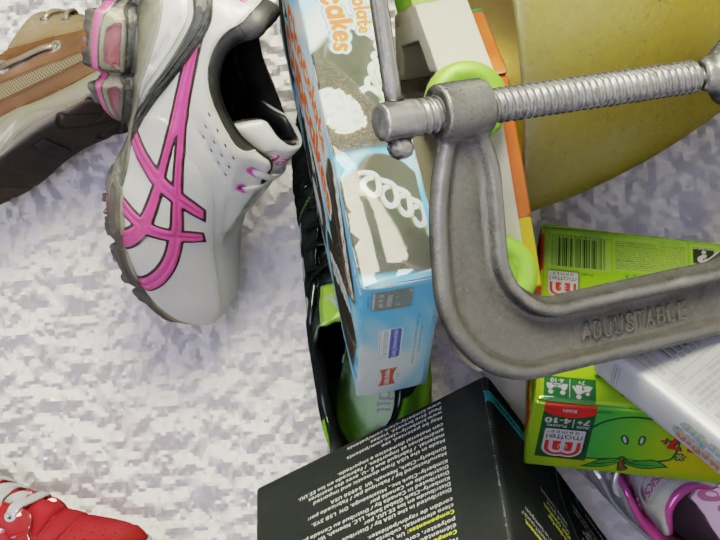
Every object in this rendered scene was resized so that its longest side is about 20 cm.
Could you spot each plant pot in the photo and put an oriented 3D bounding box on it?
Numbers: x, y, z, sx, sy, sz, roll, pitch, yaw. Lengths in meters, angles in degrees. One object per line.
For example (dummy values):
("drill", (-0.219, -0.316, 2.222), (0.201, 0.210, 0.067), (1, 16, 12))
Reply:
("plant pot", (0.113, -0.135, 0.726), (0.142, 0.200, 0.200), (-11, 86, -6))

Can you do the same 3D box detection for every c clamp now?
("c clamp", (0.092, -0.045, 0.623), (0.200, 0.027, 0.171), (-5, 97, -28))

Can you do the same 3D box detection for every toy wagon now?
("toy wagon", (0.038, -0.060, 0.700), (0.039, 0.155, 0.200), (-10, 95, -6))

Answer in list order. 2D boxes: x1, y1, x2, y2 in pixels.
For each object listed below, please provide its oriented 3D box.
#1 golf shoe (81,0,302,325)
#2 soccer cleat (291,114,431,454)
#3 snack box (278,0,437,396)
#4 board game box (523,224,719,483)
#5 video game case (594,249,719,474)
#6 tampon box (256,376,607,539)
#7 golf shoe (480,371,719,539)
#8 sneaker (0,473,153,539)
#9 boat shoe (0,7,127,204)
("golf shoe", (-0.074, -0.049, 0.778), (0.092, 0.073, 0.200), (14, 132, 20))
("soccer cleat", (0.000, 0.000, 0.795), (0.067, 0.081, 0.200), (-8, 85, 14))
("snack box", (-0.004, -0.059, 0.725), (0.037, 0.116, 0.200), (-9, 65, -6))
("board game box", (0.175, 0.041, 0.717), (0.200, 0.048, 0.102), (6, 50, 2))
("video game case", (0.229, 0.039, 0.676), (0.200, 0.023, 0.182), (-33, 58, -28))
("tampon box", (0.044, 0.177, 0.696), (0.126, 0.200, 0.150), (-28, 118, 15))
("golf shoe", (0.130, 0.076, 0.755), (0.200, 0.092, 0.075), (37, 100, 14))
("sneaker", (-0.205, 0.113, 0.854), (0.200, 0.071, 0.113), (-4, 91, 17))
("boat shoe", (-0.150, -0.103, 0.843), (0.200, 0.076, 0.072), (-27, 75, 7))
